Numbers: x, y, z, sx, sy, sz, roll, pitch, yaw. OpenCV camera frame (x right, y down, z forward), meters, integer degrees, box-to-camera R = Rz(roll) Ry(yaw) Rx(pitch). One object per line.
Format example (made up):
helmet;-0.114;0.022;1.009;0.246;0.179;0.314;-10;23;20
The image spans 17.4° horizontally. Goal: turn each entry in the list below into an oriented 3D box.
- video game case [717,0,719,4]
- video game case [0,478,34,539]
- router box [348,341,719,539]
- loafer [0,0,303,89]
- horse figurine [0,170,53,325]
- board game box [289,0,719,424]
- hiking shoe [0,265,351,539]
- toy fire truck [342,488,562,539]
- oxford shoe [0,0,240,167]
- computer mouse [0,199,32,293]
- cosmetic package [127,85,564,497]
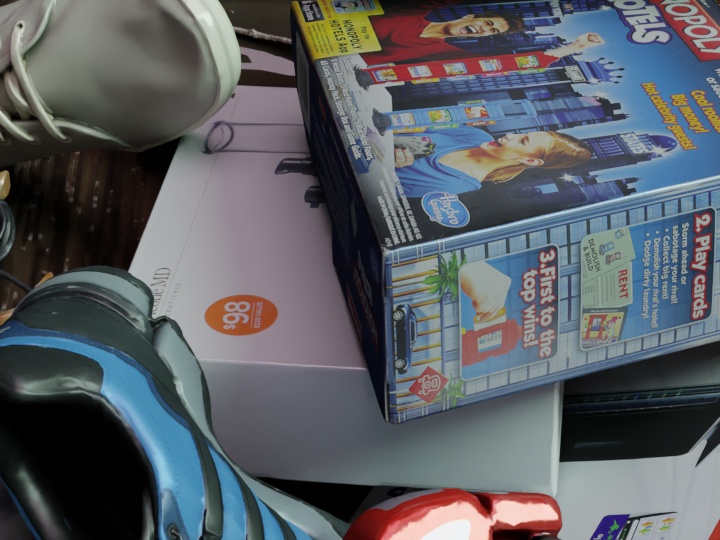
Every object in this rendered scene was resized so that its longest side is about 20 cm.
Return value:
video game case;0.082;-0.115;0.886;0.142;0.200;0.018;-8;85;9
video game case;-0.216;0.074;0.712;0.181;0.024;0.200;23;33;22
router box;0.095;0.068;0.790;0.179;0.049;0.200;-8;32;39
loafer;-0.066;-0.076;0.955;0.198;0.073;0.072;12;50;12
horse figurine;-0.155;0.052;0.819;0.132;0.050;0.201;-23;61;-12
board game box;0.088;-0.036;0.779;0.198;0.062;0.200;-5;29;-7
hiking shoe;-0.050;0.094;0.708;0.200;0.074;0.087;47;26;1
toy fire truck;-0.004;0.159;0.643;0.140;0.049;0.202;2;71;-19
oxford shoe;-0.123;-0.070;0.880;0.199;0.076;0.058;-3;26;42
computer mouse;-0.115;0.020;0.881;0.199;0.034;0.059;33;69;25
cosmetic package;0.000;0.000;0.834;0.149;0.052;0.200;1;30;6
